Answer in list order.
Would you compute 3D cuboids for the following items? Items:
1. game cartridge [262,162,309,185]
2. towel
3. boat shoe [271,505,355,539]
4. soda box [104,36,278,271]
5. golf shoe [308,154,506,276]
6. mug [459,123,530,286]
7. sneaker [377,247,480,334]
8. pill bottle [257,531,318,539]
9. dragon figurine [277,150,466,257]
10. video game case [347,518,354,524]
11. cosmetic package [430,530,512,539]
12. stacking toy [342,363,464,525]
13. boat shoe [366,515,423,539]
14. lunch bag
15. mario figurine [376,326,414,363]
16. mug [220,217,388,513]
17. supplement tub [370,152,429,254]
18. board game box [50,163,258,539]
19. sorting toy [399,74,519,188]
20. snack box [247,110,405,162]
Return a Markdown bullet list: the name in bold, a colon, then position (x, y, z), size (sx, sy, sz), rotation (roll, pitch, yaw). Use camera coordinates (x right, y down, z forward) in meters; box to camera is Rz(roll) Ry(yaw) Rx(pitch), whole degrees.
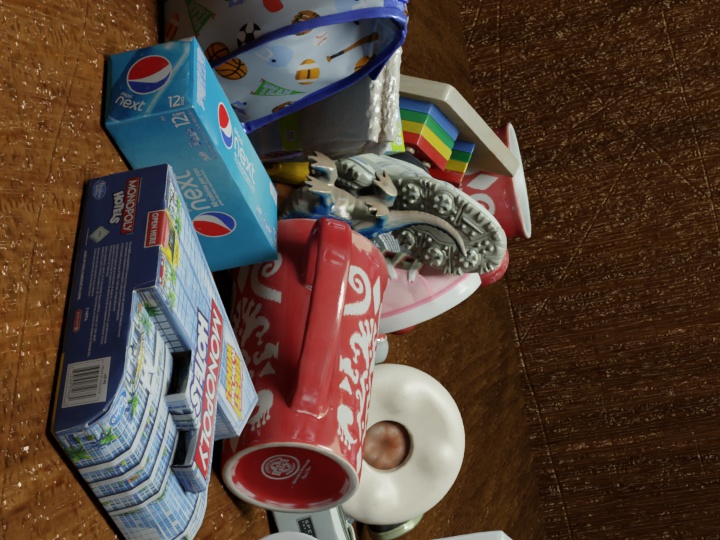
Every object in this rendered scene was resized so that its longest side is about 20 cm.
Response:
- **game cartridge**: position (-0.078, -0.174, 1.544), size (0.200, 0.032, 0.178), rotation (-5, 86, -77)
- **towel**: position (-0.006, -0.193, 1.318), size (0.132, 0.034, 0.202), rotation (-1, -96, 59)
- **boat shoe**: position (-0.031, 0.242, 1.335), size (0.064, 0.070, 0.202), rotation (0, 79, -78)
- **soda box**: position (-0.120, -0.080, 1.161), size (0.201, 0.067, 0.065), rotation (64, 19, -55)
- **golf shoe**: position (0.052, -0.064, 1.377), size (0.097, 0.199, 0.079), rotation (-29, 138, -50)
- **mug**: position (0.088, -0.075, 1.828), size (0.178, 0.198, 0.134), rotation (-84, 161, -52)
- **sneaker**: position (0.000, 0.000, 1.386), size (0.075, 0.198, 0.106), rotation (-51, 124, -66)
- **pill bottle**: position (-0.031, 0.274, 1.184), size (0.200, 0.118, 0.121), rotation (64, 20, -55)
- **dragon figurine**: position (-0.016, -0.035, 1.324), size (0.059, 0.198, 0.100), rotation (-87, -163, -45)
- **video game case**: position (-0.040, 0.187, 1.469), size (0.200, 0.019, 0.144), rotation (-32, 112, -77)
- **cosmetic package**: position (0.092, 0.382, 1.593), size (0.165, 0.163, 0.202), rotation (50, 32, -68)
- **stacking toy**: position (0.009, 0.142, 1.485), size (0.200, 0.145, 0.148), rotation (-136, -146, -76)
- **boat shoe**: position (0.031, 0.215, 1.691), size (0.201, 0.071, 0.066), rotation (-76, 144, -66)
- **lunch bag**: position (-0.050, -0.225, 1.242), size (0.123, 0.199, 0.172), rotation (23, 53, -48)
- **mario figurine**: position (-0.006, 0.020, 1.702), size (0.124, 0.105, 0.200), rotation (-60, 146, -10)
- **mug**: position (-0.054, 0.066, 1.238), size (0.178, 0.132, 0.202), rotation (68, 21, -50)
- **supplement tub**: position (0.005, -0.042, 1.545), size (0.200, 0.106, 0.108), rotation (-53, 135, -52)
- **board game box**: position (-0.125, 0.074, 1.028), size (0.201, 0.061, 0.201), rotation (67, 18, -48)
- **sorting toy**: position (0.041, -0.142, 1.696), size (0.199, 0.199, 0.070), rotation (38, 71, -56)
- **snack box**: position (-0.046, -0.186, 1.444), size (0.199, 0.067, 0.171), rotation (-7, 89, -57)
